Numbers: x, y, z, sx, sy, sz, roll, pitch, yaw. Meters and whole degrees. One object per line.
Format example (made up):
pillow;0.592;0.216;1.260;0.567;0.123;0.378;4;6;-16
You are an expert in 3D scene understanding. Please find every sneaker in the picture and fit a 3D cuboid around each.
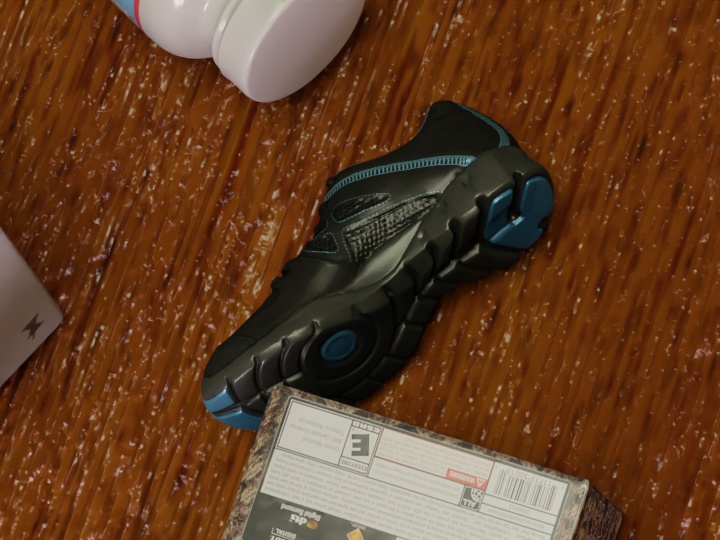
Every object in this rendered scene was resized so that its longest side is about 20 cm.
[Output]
sneaker;0.000;0.000;1.332;0.200;0.073;0.082;-37;52;-2

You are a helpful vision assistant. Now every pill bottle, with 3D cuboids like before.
pill bottle;-0.093;-0.179;1.375;0.109;0.109;0.200;-47;68;0

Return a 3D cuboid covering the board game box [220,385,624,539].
board game box;0.012;0.176;1.258;0.159;0.097;0.201;16;81;20

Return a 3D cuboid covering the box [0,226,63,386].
box;-0.287;0.011;1.322;0.171;0.200;0.199;39;79;20
